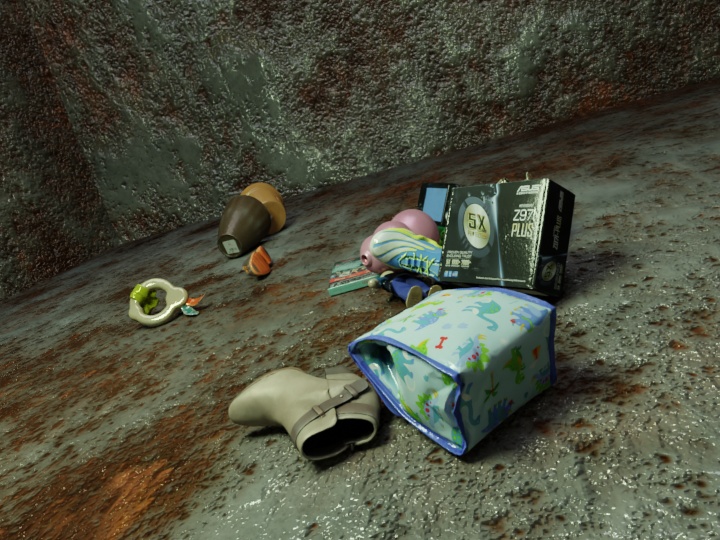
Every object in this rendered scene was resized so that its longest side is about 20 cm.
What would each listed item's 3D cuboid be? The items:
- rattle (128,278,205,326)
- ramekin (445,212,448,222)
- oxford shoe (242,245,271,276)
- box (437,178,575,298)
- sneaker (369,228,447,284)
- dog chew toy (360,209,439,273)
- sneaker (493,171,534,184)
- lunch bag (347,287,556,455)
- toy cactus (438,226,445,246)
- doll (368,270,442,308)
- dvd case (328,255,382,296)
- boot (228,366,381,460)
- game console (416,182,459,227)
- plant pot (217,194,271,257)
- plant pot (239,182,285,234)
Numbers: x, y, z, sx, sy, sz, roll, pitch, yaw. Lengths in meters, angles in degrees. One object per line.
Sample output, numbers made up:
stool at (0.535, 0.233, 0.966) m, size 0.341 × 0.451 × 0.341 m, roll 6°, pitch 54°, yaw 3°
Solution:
rattle at (-0.497, 0.104, 1.406) m, size 0.193 × 0.145 × 0.133 m, roll -3°, pitch 47°, yaw -6°
ramekin at (0.277, -0.083, 1.073) m, size 0.194 × 0.108 × 0.201 m, roll -15°, pitch 16°, yaw 4°
oxford shoe at (-0.307, -0.011, 1.546) m, size 0.072 × 0.072 × 0.200 m, roll -35°, pitch 11°, yaw 6°
box at (0.235, -0.051, 0.877) m, size 0.085 × 0.169 × 0.197 m, roll 14°, pitch -6°, yaw -37°
sneaker at (0.117, -0.026, 0.983) m, size 0.195 × 0.078 × 0.105 m, roll 11°, pitch 9°, yaw -24°
dog chew toy at (0.078, -0.054, 1.132) m, size 0.197 × 0.128 × 0.123 m, roll -23°, pitch 16°, yaw -37°
sneaker at (0.377, -0.213, 1.447) m, size 0.194 × 0.078 × 0.071 m, roll -11°, pitch 17°, yaw 18°
lunch bag at (0.102, 0.095, 0.629) m, size 0.167 × 0.131 × 0.198 m, roll -23°, pitch 29°, yaw -31°
toy cactus at (0.211, -0.102, 1.256) m, size 0.196 × 0.105 × 0.164 m, roll -18°, pitch 4°, yaw 29°
doll at (0.078, 0.029, 1.002) m, size 0.132 × 0.050 × 0.200 m, roll 0°, pitch 9°, yaw -16°
dvd case at (0.000, 0.000, 1.244) m, size 0.142 × 0.023 × 0.201 m, roll -16°, pitch 18°, yaw 6°
boot at (-0.071, 0.178, 0.652) m, size 0.195 × 0.072 × 0.146 m, roll -19°, pitch 18°, yaw -5°
game console at (0.158, -0.154, 1.422) m, size 0.113 × 0.182 × 0.199 m, roll 8°, pitch 7°, yaw -23°
plant pot at (-0.437, -0.140, 1.922) m, size 0.182 × 0.191 × 0.202 m, roll -11°, pitch 31°, yaw 17°
plant pot at (-0.382, -0.232, 2.128) m, size 0.196 × 0.205 × 0.140 m, roll -23°, pitch 33°, yaw -21°
